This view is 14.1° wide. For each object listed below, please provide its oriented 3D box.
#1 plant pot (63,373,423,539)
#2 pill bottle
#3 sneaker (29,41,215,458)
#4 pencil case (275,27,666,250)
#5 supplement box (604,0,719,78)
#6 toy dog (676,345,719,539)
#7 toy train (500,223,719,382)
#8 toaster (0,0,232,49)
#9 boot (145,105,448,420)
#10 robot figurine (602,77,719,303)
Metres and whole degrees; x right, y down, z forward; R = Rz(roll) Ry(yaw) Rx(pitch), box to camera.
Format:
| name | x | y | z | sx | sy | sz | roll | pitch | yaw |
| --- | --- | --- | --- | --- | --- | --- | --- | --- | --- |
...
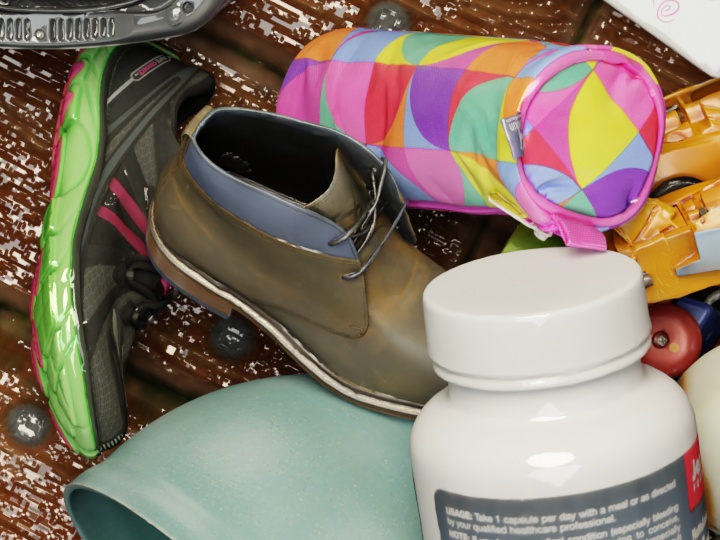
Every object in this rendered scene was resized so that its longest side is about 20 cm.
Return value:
| name | x | y | z | sx | sy | sz | roll | pitch | yaw |
| --- | --- | --- | --- | --- | --- | --- | --- | --- | --- |
| plant pot | -0.016 | 0.124 | 1.312 | 0.200 | 0.200 | 0.134 | 46 | 71 | -2 |
| pill bottle | 0.083 | 0.099 | 1.199 | 0.120 | 0.120 | 0.200 | -6 | 107 | 6 |
| sneaker | -0.103 | -0.013 | 1.321 | 0.084 | 0.077 | 0.200 | 9 | 74 | -8 |
| pencil case | 0.045 | -0.061 | 1.264 | 0.088 | 0.200 | 0.088 | -5 | 100 | -32 |
| supplement box | 0.105 | -0.183 | 1.291 | 0.200 | 0.103 | 0.101 | 36 | 98 | 1 |
| toy dog | 0.207 | 0.117 | 1.282 | 0.140 | 0.194 | 0.200 | -37 | 102 | 17 |
| toy train | 0.113 | 0.012 | 1.336 | 0.116 | 0.085 | 0.200 | 34 | 92 | 17 |
| toaster | -0.124 | -0.159 | 1.299 | 0.200 | 0.129 | 0.114 | -1 | 98 | 5 |
| boot | 0.000 | 0.000 | 1.243 | 0.200 | 0.097 | 0.075 | 24 | 61 | 6 |
| robot figurine | 0.194 | -0.054 | 1.273 | 0.200 | 0.145 | 0.058 | -21 | 122 | -1 |
